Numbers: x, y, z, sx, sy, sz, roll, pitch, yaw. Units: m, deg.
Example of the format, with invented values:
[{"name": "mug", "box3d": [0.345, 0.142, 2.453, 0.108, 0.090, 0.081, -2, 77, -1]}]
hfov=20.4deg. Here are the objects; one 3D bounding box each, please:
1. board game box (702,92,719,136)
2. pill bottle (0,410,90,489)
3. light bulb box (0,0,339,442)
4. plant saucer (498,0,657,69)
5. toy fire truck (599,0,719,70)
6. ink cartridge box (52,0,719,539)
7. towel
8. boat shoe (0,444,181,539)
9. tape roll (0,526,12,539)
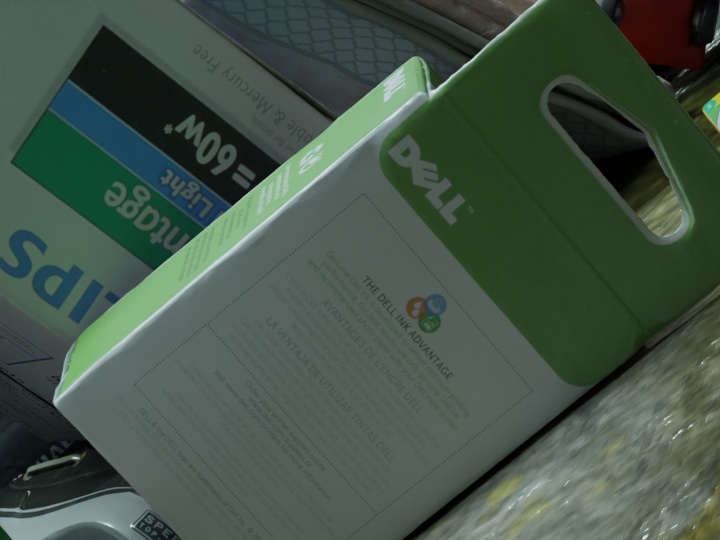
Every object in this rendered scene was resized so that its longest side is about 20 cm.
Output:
[{"name": "board game box", "box3d": [0.195, -0.097, 0.612, 0.199, 0.030, 0.096, -37, 10, 10]}, {"name": "pill bottle", "box3d": [-0.154, 0.084, 0.913, 0.200, 0.106, 0.106, -45, 11, -20]}, {"name": "light bulb box", "box3d": [-0.133, -0.040, 0.741, 0.125, 0.198, 0.200, -58, 18, -18]}, {"name": "plant saucer", "box3d": [0.049, -0.116, 0.905, 0.201, 0.199, 0.037, -61, -17, -62]}, {"name": "toy fire truck", "box3d": [0.132, -0.163, 0.824, 0.201, 0.048, 0.142, 86, -165, -53]}, {"name": "ink cartridge box", "box3d": [0.015, 0.007, 0.611, 0.200, 0.104, 0.059, -39, 13, 11]}, {"name": "towel", "box3d": [-0.003, -0.072, 0.811, 0.191, 0.199, 0.033, -21, 53, 59]}, {"name": "boat shoe", "box3d": [-0.106, 0.105, 0.774, 0.199, 0.071, 0.064, -16, 27, 50]}, {"name": "tape roll", "box3d": [-0.140, 0.121, 0.436, 0.048, 0.201, 0.201, -35, 12, 35]}]
